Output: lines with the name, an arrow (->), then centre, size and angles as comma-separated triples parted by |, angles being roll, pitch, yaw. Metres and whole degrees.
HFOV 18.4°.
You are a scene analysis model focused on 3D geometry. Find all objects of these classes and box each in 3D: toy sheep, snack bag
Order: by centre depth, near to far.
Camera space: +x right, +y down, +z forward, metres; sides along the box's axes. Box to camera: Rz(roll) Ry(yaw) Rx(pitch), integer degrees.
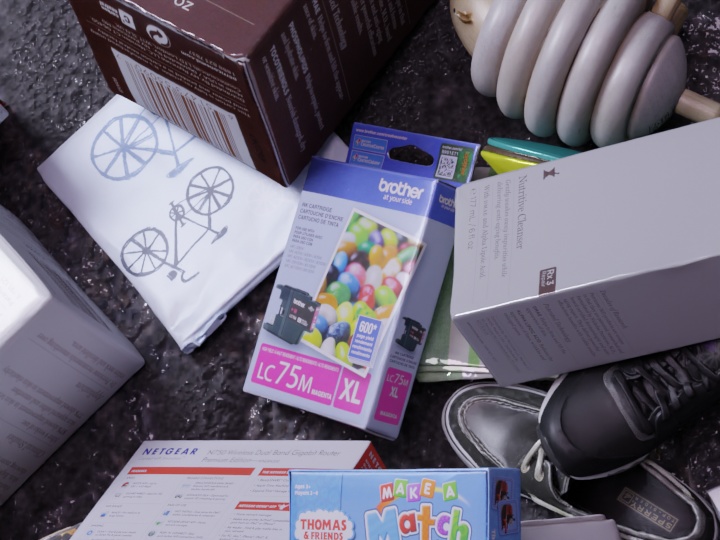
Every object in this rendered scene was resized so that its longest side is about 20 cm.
toy sheep -> 0.148, -0.146, 1.459 | 0.200, 0.138, 0.138 | 25, 81, 17
snack bag -> -0.106, -0.069, 1.571 | 0.189, 0.021, 0.200 | -42, 65, 1

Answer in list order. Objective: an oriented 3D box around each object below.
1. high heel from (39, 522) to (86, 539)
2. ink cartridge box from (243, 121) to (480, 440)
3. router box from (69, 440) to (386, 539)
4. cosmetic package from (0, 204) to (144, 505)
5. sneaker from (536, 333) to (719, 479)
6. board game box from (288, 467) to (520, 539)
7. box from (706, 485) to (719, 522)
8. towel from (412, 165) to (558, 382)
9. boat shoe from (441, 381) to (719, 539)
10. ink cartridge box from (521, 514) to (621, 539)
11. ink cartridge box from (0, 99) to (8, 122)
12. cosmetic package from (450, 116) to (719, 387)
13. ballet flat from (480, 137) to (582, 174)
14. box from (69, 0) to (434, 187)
high heel -> -0.214, 0.273, 1.457 | 0.200, 0.071, 0.143 | -48, 58, 16
ink cartridge box -> 0.000, 0.000, 1.468 | 0.119, 0.042, 0.201 | 14, 84, 43
router box -> -0.099, 0.183, 1.388 | 0.200, 0.049, 0.180 | -3, 38, 39
cosmetic package -> -0.291, 0.057, 1.507 | 0.200, 0.167, 0.166 | -44, 66, -1
sneaker -> 0.196, 0.054, 1.352 | 0.200, 0.088, 0.076 | -29, 81, -21
board game box -> 0.023, 0.212, 1.258 | 0.151, 0.037, 0.201 | -4, 83, 41
box -> 0.317, 0.197, 1.336 | 0.156, 0.041, 0.200 | -24, 66, 9
towel -> 0.133, 0.005, 1.457 | 0.199, 0.023, 0.153 | 2, 69, 14
boat shoe -> 0.135, 0.121, 1.406 | 0.200, 0.064, 0.071 | 26, 81, 24
ink cartridge box -> 0.101, 0.255, 1.313 | 0.086, 0.147, 0.201 | -34, 62, 45
ink cartridge box -> -0.331, -0.056, 1.560 | 0.200, 0.176, 0.045 | -44, 78, 0
cosmetic package -> 0.161, -0.012, 1.339 | 0.200, 0.081, 0.113 | -17, 46, 23
ballet flat -> 0.170, -0.041, 1.425 | 0.199, 0.067, 0.067 | 8, 98, 15
box -> -0.070, -0.201, 1.504 | 0.166, 0.164, 0.200 | 28, 71, 22
